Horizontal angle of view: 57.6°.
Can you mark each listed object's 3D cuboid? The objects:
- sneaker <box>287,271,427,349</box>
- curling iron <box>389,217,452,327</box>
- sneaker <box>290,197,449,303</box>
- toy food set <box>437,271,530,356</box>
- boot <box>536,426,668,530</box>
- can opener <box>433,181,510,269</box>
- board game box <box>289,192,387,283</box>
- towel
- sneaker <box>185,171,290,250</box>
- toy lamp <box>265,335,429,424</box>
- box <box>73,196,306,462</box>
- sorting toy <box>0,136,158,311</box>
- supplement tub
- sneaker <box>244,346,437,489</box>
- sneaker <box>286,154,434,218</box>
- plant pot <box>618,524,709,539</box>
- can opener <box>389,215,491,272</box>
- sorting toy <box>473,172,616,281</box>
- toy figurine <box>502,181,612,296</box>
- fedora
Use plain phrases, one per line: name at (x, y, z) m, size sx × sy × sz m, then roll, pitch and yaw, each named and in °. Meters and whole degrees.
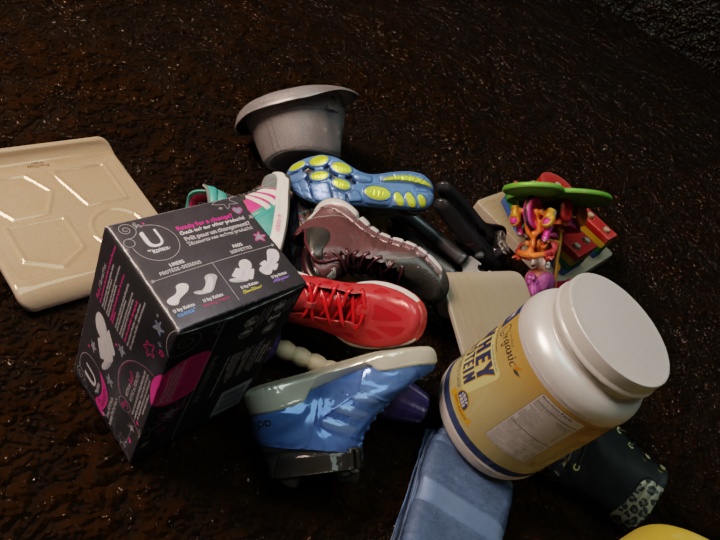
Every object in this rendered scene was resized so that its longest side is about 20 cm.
sneaker at (-0.039, 0.042, 0.678) m, size 0.199 × 0.079 × 0.115 m, roll 5°, pitch 0°, yaw 24°
curling iron at (0.079, -0.013, 0.901) m, size 0.049 × 0.026 × 0.201 m, roll -9°, pitch 65°, yaw -33°
sneaker at (0.000, 0.000, 0.785) m, size 0.199 × 0.076 × 0.115 m, roll 32°, pitch 45°, yaw 16°
toy food set at (0.162, 0.092, 0.834) m, size 0.143 × 0.060 × 0.201 m, roll -1°, pitch 67°, yaw -33°
boot at (0.298, 0.184, 0.779) m, size 0.153 × 0.073 × 0.204 m, roll 36°, pitch 77°, yaw 1°
can opener at (0.154, -0.056, 0.921) m, size 0.200 × 0.078 × 0.064 m, roll 36°, pitch 45°, yaw -52°
board game box at (-0.027, -0.048, 0.888) m, size 0.135 × 0.035 × 0.201 m, roll 12°, pitch 44°, yaw -21°
towel at (0.089, 0.255, 0.644) m, size 0.111 × 0.049 × 0.200 m, roll 34°, pitch 39°, yaw -3°
sneaker at (-0.152, -0.073, 0.806) m, size 0.120 × 0.084 × 0.200 m, roll 12°, pitch 29°, yaw -12°
toy lamp at (-0.020, 0.115, 0.713) m, size 0.199 × 0.058 × 0.058 m, roll 23°, pitch 41°, yaw -8°
box at (-0.157, 0.051, 0.581) m, size 0.132 × 0.200 × 0.115 m, roll -22°, pitch 63°, yaw -44°
sorting toy at (-0.321, -0.057, 0.722) m, size 0.185 × 0.037 × 0.200 m, roll -21°, pitch 66°, yaw -43°
supplement tub at (0.188, 0.109, 0.660) m, size 0.144 × 0.200 × 0.145 m, roll 22°, pitch 43°, yaw -22°
sneaker at (-0.006, 0.145, 0.643) m, size 0.199 × 0.077 × 0.112 m, roll -13°, pitch 86°, yaw -25°
sneaker at (-0.003, -0.102, 0.882) m, size 0.198 × 0.083 × 0.071 m, roll 8°, pitch 71°, yaw -4°
plant pot at (0.238, 0.350, 0.545) m, size 0.188 × 0.201 × 0.201 m, roll -21°, pitch 61°, yaw -25°
can opener at (0.130, -0.011, 0.947) m, size 0.200 × 0.053 × 0.066 m, roll 39°, pitch 6°, yaw 6°
sorting toy at (0.326, -0.083, 1.115) m, size 0.199 × 0.070 × 0.199 m, roll -22°, pitch 63°, yaw -43°
toy figurine at (0.271, -0.019, 0.939) m, size 0.199 × 0.149 × 0.186 m, roll 8°, pitch 84°, yaw -50°
fedora at (-0.081, -0.192, 0.933) m, size 0.200 × 0.176 × 0.091 m, roll -11°, pitch 86°, yaw -68°
